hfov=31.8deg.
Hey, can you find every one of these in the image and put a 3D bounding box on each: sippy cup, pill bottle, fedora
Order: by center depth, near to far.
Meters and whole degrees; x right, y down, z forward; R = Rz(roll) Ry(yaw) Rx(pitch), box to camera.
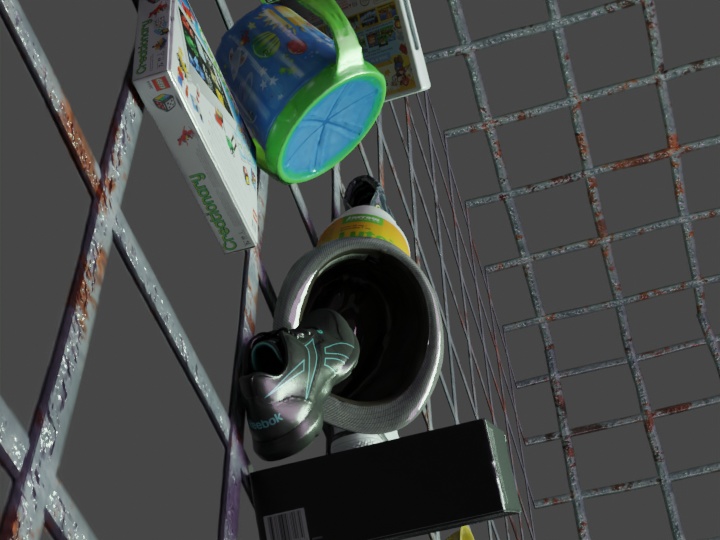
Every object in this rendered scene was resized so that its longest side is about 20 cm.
[{"bbox_3d":[-0.066,-0.176,1.190,0.130,0.178,0.139,47,14,19],"label":"sippy cup"},{"bbox_3d":[-0.010,0.069,1.248,0.090,0.175,0.203,137,-37,-64],"label":"fedora"},{"bbox_3d":[0.000,0.000,1.416,0.200,0.110,0.112,-80,155,-66],"label":"pill bottle"}]

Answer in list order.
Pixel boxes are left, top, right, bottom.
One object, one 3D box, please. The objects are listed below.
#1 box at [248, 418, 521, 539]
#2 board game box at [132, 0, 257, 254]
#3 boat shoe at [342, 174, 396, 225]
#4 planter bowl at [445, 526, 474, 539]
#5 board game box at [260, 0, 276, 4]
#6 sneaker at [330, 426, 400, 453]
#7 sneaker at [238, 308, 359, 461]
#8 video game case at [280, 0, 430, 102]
[{"bbox_3d":[0.025,0.185,1.051,0.141,0.197,0.080,47,31,-71],"label":"box"},{"bbox_3d":[-0.134,-0.127,1.058,0.201,0.034,0.127,67,13,-45],"label":"board game box"},{"bbox_3d":[0.015,-0.035,1.573,0.201,0.070,0.092,-102,171,-56],"label":"boat shoe"},{"bbox_3d":[0.110,0.419,1.549,0.200,0.082,0.203,-14,90,-81],"label":"planter bowl"},{"bbox_3d":[-0.063,-0.451,1.411,0.200,0.197,0.203,42,36,-73],"label":"board game box"},{"bbox_3d":[0.018,0.176,1.383,0.200,0.074,0.116,53,28,-58],"label":"sneaker"},{"bbox_3d":[-0.054,0.077,1.092,0.080,0.075,0.201,63,21,-20],"label":"sneaker"},{"bbox_3d":[-0.011,-0.293,1.567,0.023,0.198,0.184,-20,98,-45],"label":"video game case"}]
